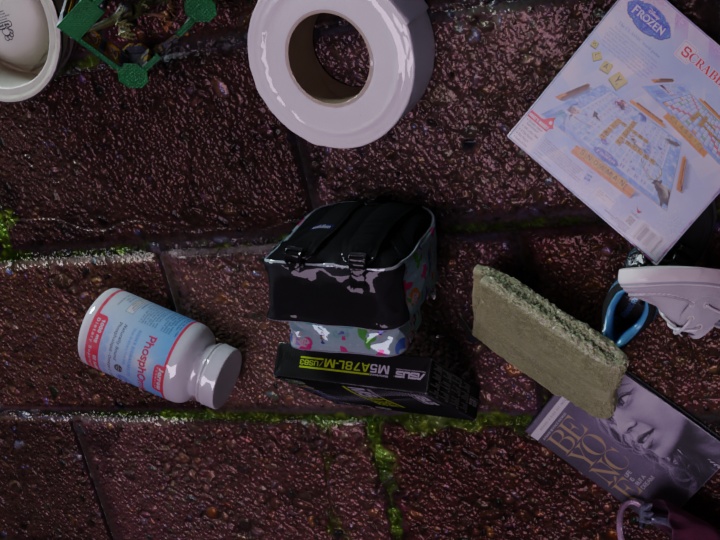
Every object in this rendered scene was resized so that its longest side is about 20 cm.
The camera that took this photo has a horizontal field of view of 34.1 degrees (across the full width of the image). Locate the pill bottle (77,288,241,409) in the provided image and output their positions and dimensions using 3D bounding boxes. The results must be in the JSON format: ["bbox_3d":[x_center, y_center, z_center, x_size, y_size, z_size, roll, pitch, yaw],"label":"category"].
[{"bbox_3d":[-0.261,0.106,1.538,0.198,0.109,0.110,21,122,14],"label":"pill bottle"}]

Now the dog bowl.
[{"bbox_3d":[-0.428,-0.312,1.429,0.197,0.074,0.203,10,118,19],"label":"dog bowl"}]

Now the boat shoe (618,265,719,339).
[{"bbox_3d":[0.339,0.034,1.183,0.072,0.198,0.070,0,83,54],"label":"boat shoe"}]

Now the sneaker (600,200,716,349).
[{"bbox_3d":[0.312,-0.001,1.232,0.073,0.082,0.202,26,122,13],"label":"sneaker"}]

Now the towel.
[{"bbox_3d":[0.205,0.079,1.303,0.199,0.037,0.149,34,157,21],"label":"towel"}]

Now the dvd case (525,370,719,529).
[{"bbox_3d":[0.311,0.198,1.372,0.199,0.016,0.149,36,125,5],"label":"dvd case"}]

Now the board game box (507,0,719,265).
[{"bbox_3d":[0.283,-0.147,1.160,0.200,0.041,0.200,41,104,1],"label":"board game box"}]

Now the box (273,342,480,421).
[{"bbox_3d":[0.023,0.132,1.378,0.190,0.200,0.048,7,77,23],"label":"box"}]

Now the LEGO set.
[{"bbox_3d":[-0.249,-0.321,1.342,0.153,0.117,0.200,26,133,-25],"label":"LEGO set"}]

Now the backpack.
[{"bbox_3d":[0.000,0.000,1.310,0.175,0.201,0.153,3,120,18],"label":"backpack"}]

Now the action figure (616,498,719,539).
[{"bbox_3d":[0.409,0.333,1.336,0.197,0.136,0.149,11,166,-19],"label":"action figure"}]

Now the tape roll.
[{"bbox_3d":[-0.021,-0.240,1.277,0.200,0.071,0.205,11,118,21],"label":"tape roll"}]
